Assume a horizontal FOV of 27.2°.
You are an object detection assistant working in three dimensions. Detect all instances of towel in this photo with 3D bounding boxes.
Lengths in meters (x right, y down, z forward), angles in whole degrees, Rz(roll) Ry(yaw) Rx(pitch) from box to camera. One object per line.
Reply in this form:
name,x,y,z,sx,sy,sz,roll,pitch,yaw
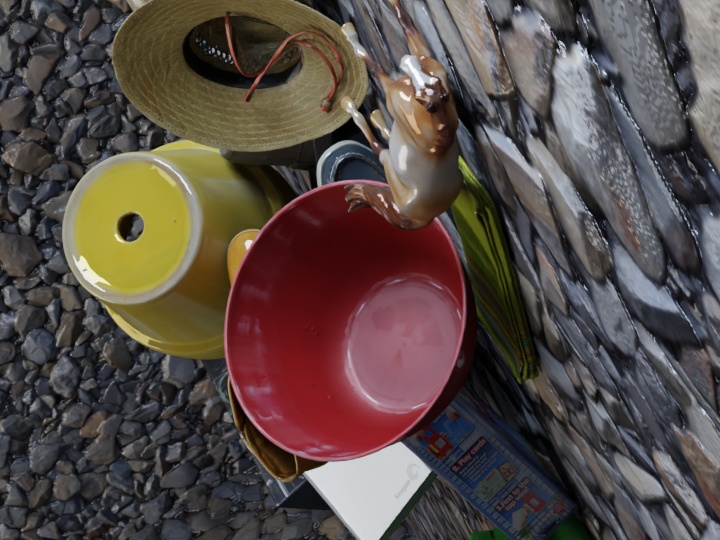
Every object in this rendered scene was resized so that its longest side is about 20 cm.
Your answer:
towel,0.085,-0.006,1.039,0.086,0.018,0.201,56,171,39

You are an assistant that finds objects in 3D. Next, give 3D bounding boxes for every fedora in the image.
fedora,-0.087,-0.150,1.300,0.200,0.089,0.179,-167,67,-78

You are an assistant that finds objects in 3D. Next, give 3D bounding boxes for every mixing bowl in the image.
mixing bowl,0.011,0.045,1.091,0.108,0.200,0.201,24,-150,-57

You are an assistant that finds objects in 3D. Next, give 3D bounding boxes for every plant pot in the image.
plant pot,-0.166,-0.026,1.322,0.202,0.200,0.189,60,-169,15

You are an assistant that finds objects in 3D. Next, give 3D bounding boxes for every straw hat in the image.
straw hat,-0.089,-0.184,1.165,0.202,0.199,0.086,70,-159,-54

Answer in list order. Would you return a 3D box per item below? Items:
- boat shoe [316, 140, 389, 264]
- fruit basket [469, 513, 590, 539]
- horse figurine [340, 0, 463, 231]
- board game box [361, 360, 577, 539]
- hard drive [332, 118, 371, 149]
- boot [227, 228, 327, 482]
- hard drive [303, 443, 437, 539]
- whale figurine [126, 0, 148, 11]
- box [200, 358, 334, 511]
boat shoe,0.031,-0.013,1.188,0.201,0.074,0.062,63,176,-22
fruit basket,0.160,0.335,1.266,0.216,0.154,0.218,-17,-90,-87
horse figurine,0.028,-0.087,0.935,0.133,0.050,0.201,58,160,32
board game box,0.064,0.115,1.246,0.200,0.062,0.200,42,-174,-34
hard drive,0.023,-0.041,1.328,0.201,0.033,0.140,63,174,-16
boot,-0.072,0.062,1.178,0.202,0.070,0.144,63,-160,5
hard drive,-0.020,0.144,1.370,0.200,0.027,0.132,47,126,19
whale figurine,-0.159,-0.290,1.530,0.200,0.103,0.160,41,-146,-36
box,-0.028,0.103,1.494,0.124,0.200,0.197,14,-142,-55
